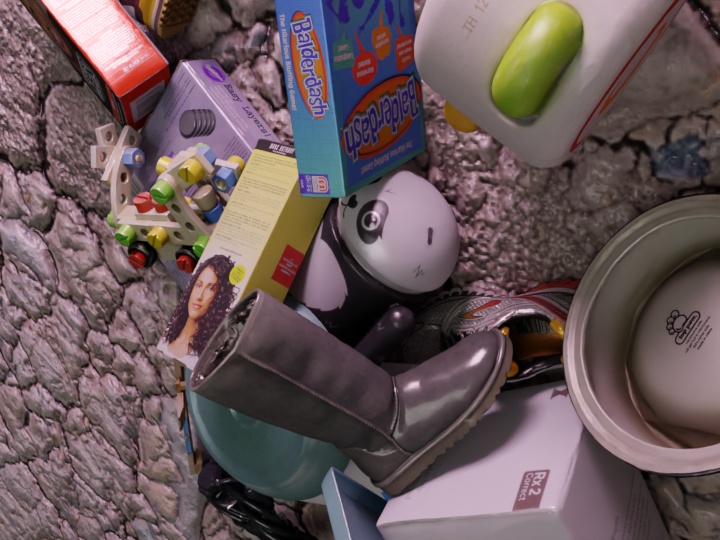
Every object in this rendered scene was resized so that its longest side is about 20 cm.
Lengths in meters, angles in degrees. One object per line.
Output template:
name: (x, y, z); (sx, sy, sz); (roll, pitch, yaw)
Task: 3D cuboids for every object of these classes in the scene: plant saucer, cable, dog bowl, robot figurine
plant saucer: (0.024, 0.229, 0.718); (0.019, 0.200, 0.070); (-29, 51, 13)
cable: (-0.116, 0.270, 0.953); (0.163, 0.051, 0.200); (39, 159, -10)
dog bowl: (0.247, 0.051, 0.601); (0.199, 0.073, 0.203); (-27, 52, 41)
robot figurine: (-0.002, -0.001, 0.750); (0.151, 0.125, 0.200); (48, 127, 4)
plant saucer: (-0.093, 0.115, 0.750); (0.198, 0.036, 0.203); (10, 107, 34)

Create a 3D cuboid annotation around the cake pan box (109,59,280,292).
cake pan box: (-0.153, -0.074, 0.844); (0.185, 0.052, 0.200); (51, 126, 13)

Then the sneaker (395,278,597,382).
sneaker: (0.112, 0.056, 0.734); (0.198, 0.082, 0.079); (-15, 103, 35)

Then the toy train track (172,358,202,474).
toy train track: (-0.192, 0.162, 0.977); (0.032, 0.115, 0.202); (-5, 129, -10)

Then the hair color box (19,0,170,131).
hair color box: (-0.268, -0.240, 0.819); (0.201, 0.061, 0.102); (51, 165, 3)

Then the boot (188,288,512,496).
boot: (-0.005, 0.071, 0.651); (0.199, 0.073, 0.182); (38, 99, -16)

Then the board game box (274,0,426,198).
board game box: (-0.005, -0.175, 0.661); (0.044, 0.152, 0.203); (5, 114, 28)

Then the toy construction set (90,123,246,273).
toy construction set: (-0.184, -0.067, 0.779); (0.199, 0.092, 0.132); (19, 142, 39)

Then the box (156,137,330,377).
box: (-0.092, -0.008, 0.704); (0.075, 0.050, 0.202); (17, 79, 42)

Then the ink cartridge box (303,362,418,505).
ink cartridge box: (-0.021, 0.163, 0.830); (0.198, 0.084, 0.146); (0, 135, 31)

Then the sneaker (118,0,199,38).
sneaker: (-0.177, -0.314, 0.752); (0.090, 0.075, 0.201); (34, 123, 8)

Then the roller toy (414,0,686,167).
roller toy: (0.127, -0.177, 0.564); (0.139, 0.200, 0.183); (38, 90, 10)

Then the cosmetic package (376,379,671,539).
cosmetic package: (0.148, 0.226, 0.715); (0.164, 0.165, 0.202); (-17, 110, 33)
